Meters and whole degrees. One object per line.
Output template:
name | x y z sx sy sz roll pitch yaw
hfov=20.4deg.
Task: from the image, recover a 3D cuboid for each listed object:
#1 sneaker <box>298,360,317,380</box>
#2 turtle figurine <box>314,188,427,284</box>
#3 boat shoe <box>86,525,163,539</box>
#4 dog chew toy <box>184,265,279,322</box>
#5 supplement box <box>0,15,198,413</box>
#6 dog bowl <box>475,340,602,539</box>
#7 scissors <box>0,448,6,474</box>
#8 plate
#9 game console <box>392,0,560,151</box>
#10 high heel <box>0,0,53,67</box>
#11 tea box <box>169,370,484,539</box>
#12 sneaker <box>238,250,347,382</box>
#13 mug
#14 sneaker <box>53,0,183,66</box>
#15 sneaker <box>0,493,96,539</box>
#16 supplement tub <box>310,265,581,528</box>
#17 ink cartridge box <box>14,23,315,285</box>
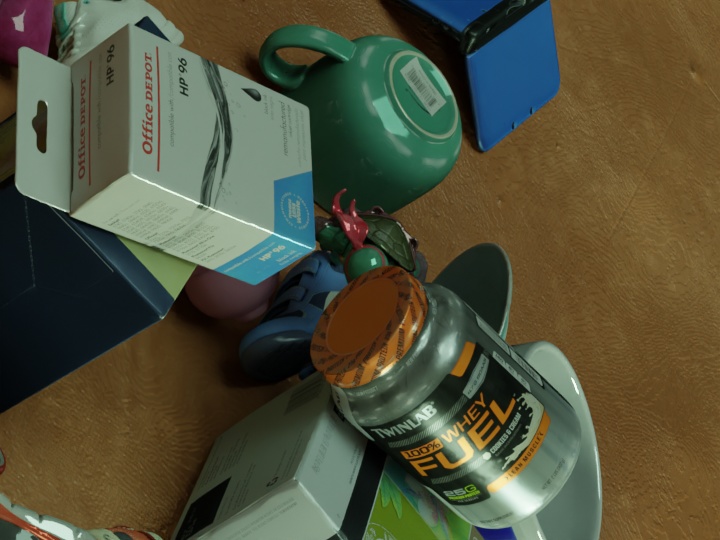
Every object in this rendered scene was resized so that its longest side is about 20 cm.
sneaker | 0.000 0.092 1.615 0.085 0.077 0.200 45 64 -18
turtle figurine | 0.000 0.000 1.554 0.150 0.101 0.200 52 11 -1
boat shoe | -0.147 0.271 1.382 0.062 0.071 0.201 20 47 -57
dog chew toy | -0.130 -0.051 1.575 0.201 0.124 0.125 62 37 -13
supplement box | -0.204 -0.038 1.408 0.134 0.200 0.200 48 40 -17
dog bowl | 0.138 0.164 1.720 0.200 0.078 0.201 37 48 -56
scissors | -0.294 0.097 1.310 0.073 0.014 0.200 60 14 21
plate | 0.074 0.071 1.657 0.026 0.200 0.201 27 48 -19
game console | 0.115 -0.239 2.046 0.170 0.119 0.200 32 35 14
high heel | -0.246 -0.243 1.590 0.096 0.067 0.200 39 47 -11
tea box | -0.021 0.210 1.478 0.197 0.133 0.200 52 21 -14
sneaker | -0.045 0.034 1.655 0.082 0.074 0.200 58 32 6
mug | 0.006 -0.136 1.779 0.185 0.114 0.153 16 56 -43
sneaker | -0.218 -0.173 1.591 0.089 0.075 0.200 50 29 -7
sneaker | -0.263 0.182 1.311 0.199 0.077 0.082 27 69 -23
supplement tub | 0.062 0.092 1.477 0.200 0.122 0.123 42 41 -31
ink cartridge box | -0.125 -0.080 1.305 0.200 0.068 0.116 21 53 -39
